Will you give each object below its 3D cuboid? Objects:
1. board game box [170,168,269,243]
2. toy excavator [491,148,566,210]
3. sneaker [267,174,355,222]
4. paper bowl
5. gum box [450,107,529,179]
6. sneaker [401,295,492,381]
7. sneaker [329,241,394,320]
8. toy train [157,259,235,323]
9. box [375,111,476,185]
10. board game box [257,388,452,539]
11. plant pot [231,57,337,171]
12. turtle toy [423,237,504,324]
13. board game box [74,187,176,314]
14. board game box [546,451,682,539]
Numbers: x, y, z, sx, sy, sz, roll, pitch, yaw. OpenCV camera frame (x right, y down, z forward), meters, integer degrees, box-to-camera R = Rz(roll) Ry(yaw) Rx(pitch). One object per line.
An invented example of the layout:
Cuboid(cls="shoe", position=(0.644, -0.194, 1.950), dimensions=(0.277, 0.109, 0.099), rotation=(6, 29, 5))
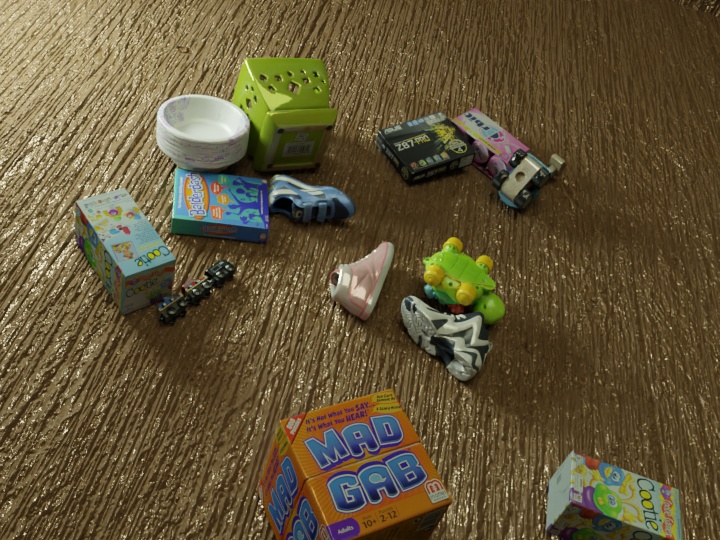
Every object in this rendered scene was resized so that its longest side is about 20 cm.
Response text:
Cuboid(cls="board game box", position=(-0.289, -0.135, 1.712), dimensions=(0.195, 0.045, 0.154), rotation=(5, 46, -15))
Cuboid(cls="toy excavator", position=(0.424, -0.227, 2.037), dimensions=(0.100, 0.200, 0.195), rotation=(41, 92, 20))
Cuboid(cls="sneaker", position=(-0.108, -0.138, 1.768), dimensions=(0.195, 0.075, 0.083), rotation=(12, 46, 2))
Cuboid(cls="paper bowl", position=(-0.339, -0.286, 1.783), dimensions=(0.196, 0.106, 0.203), rotation=(8, 37, -6))
Cuboid(cls="gum box", position=(0.323, -0.316, 2.099), dimensions=(0.199, 0.067, 0.113), rotation=(41, 46, 20))
Cuboid(cls="sneaker", position=(0.180, 0.109, 1.632), dimensions=(0.198, 0.080, 0.129), rotation=(40, 46, 18))
Cuboid(cls="sneaker", position=(0.000, 0.000, 1.669), dimensions=(0.103, 0.076, 0.202), rotation=(25, 48, -3))
Cuboid(cls="toy train", position=(-0.310, 0.036, 1.549), dimensions=(0.045, 0.035, 0.200), rotation=(32, 45, 17))
Cuboid(cls="box", position=(0.160, -0.300, 2.022), dimensions=(0.197, 0.050, 0.162), rotation=(-20, 56, -24))
Cuboid(cls="board game box", position=(-0.017, 0.340, 1.250), dimensions=(0.196, 0.202, 0.202), rotation=(-11, 52, -29))
Cuboid(cls="plant pot", position=(-0.166, -0.338, 1.852), dimensions=(0.196, 0.200, 0.184), rotation=(-8, 57, -27))
Cuboid(cls="turtle toy", position=(0.211, 0.035, 1.698), dimensions=(0.198, 0.102, 0.146), rotation=(31, 43, 10))
Cuboid(cls="board game box", position=(-0.435, -0.038, 1.523), dimensions=(0.103, 0.104, 0.201), rotation=(-21, 57, -35))
Cuboid(cls="board game box", position=(0.429, 0.410, 1.409), dimensions=(0.196, 0.106, 0.104), rotation=(19, 44, -1))
